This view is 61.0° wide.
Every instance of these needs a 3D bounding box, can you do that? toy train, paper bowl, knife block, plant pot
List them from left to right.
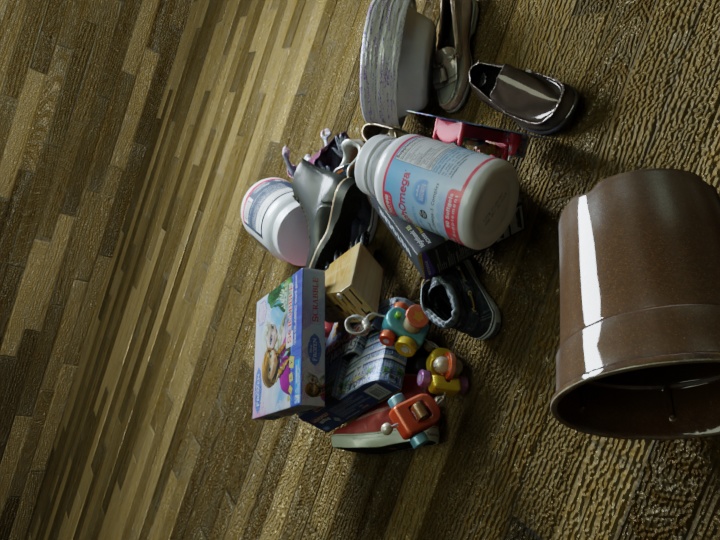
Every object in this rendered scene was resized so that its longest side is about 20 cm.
[{"bbox_3d":[0.000,0.000,0.980,0.176,0.064,0.199,-50,18,-23],"label":"knife block"},{"bbox_3d":[0.067,-0.342,1.011,0.201,0.103,0.203,7,-90,-81],"label":"paper bowl"},{"bbox_3d":[0.068,0.121,0.808,0.201,0.149,0.056,62,146,26],"label":"toy train"},{"bbox_3d":[0.270,0.029,0.561,0.200,0.199,0.200,-30,45,45],"label":"plant pot"}]

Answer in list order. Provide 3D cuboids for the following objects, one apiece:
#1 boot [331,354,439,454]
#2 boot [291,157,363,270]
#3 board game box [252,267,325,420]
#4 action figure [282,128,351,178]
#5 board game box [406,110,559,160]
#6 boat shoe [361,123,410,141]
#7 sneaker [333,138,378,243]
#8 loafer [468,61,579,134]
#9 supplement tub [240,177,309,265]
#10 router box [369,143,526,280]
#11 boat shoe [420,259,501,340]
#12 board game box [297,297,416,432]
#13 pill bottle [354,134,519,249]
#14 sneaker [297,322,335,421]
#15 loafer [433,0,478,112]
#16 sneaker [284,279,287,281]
[{"bbox_3d":[0.034,0.196,0.921,0.199,0.072,0.146,-24,56,40],"label":"boot"},{"bbox_3d":[-0.084,-0.089,1.099,0.138,0.077,0.202,31,104,30],"label":"boot"},{"bbox_3d":[-0.114,0.121,0.953,0.199,0.041,0.202,-33,53,55],"label":"board game box"},{"bbox_3d":[-0.074,-0.208,1.242,0.150,0.133,0.200,62,158,-10],"label":"action figure"},{"bbox_3d":[0.153,-0.169,0.791,0.158,0.198,0.039,-50,-28,-73],"label":"board game box"},{"bbox_3d":[0.063,-0.205,1.044,0.200,0.064,0.072,41,110,53],"label":"boat shoe"},{"bbox_3d":[-0.014,-0.144,1.118,0.078,0.079,0.202,-16,65,49],"label":"sneaker"},{"bbox_3d":[0.212,-0.242,0.843,0.200,0.070,0.074,41,110,53],"label":"loafer"},{"bbox_3d":[-0.148,-0.100,1.234,0.200,0.139,0.142,35,105,54],"label":"supplement tub"},{"bbox_3d":[0.113,-0.095,0.865,0.156,0.052,0.201,-27,43,-4],"label":"router box"},{"bbox_3d":[0.115,0.013,0.858,0.071,0.090,0.201,-57,37,22],"label":"boat shoe"},{"bbox_3d":[-0.001,0.120,0.942,0.200,0.061,0.201,-41,25,43],"label":"board game box"},{"bbox_3d":[0.089,-0.108,0.769,0.199,0.108,0.110,27,99,39],"label":"pill bottle"},{"bbox_3d":[-0.080,0.150,1.017,0.071,0.112,0.202,-29,70,51],"label":"sneaker"},{"bbox_3d":[0.144,-0.359,0.995,0.072,0.062,0.202,-6,72,53],"label":"loafer"},{"bbox_3d":[-0.080,0.058,1.119,0.199,0.086,0.075,19,93,55],"label":"sneaker"}]
